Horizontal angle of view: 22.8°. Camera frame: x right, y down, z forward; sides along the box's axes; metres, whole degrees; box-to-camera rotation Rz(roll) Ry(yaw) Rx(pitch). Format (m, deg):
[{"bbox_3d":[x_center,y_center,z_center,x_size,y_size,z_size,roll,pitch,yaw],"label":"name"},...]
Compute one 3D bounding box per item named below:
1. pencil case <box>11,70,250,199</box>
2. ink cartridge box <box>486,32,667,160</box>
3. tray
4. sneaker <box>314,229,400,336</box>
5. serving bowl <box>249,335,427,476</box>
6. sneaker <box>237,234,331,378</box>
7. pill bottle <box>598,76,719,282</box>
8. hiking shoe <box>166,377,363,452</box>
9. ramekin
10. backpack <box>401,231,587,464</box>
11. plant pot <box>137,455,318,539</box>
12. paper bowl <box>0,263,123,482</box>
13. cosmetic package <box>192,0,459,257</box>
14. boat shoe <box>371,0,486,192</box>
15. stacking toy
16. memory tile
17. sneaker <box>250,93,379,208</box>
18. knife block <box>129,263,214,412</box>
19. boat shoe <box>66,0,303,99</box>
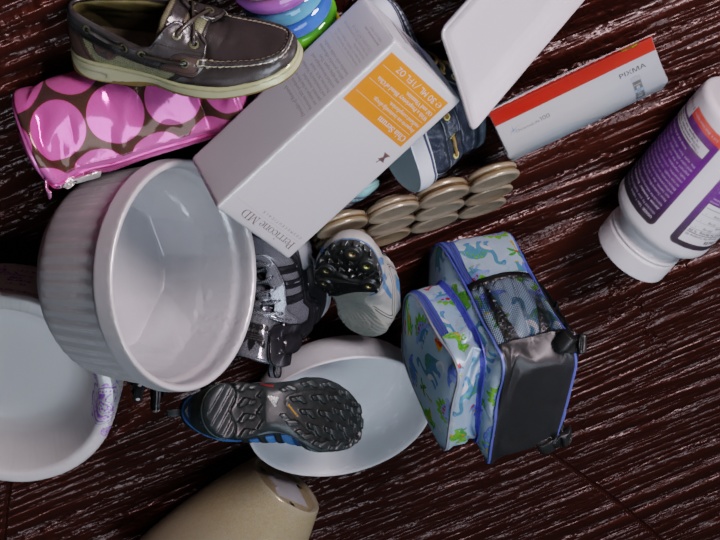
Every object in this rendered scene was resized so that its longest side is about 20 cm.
[{"bbox_3d":[-0.185,-0.132,1.497,0.199,0.094,0.091,-18,163,-1],"label":"pencil case"},{"bbox_3d":[0.194,-0.152,1.585,0.159,0.047,0.200,-25,180,7],"label":"ink cartridge box"},{"bbox_3d":[0.128,-0.221,1.493,0.200,0.022,0.108,-50,138,-28],"label":"tray"},{"bbox_3d":[0.000,0.000,1.715,0.071,0.073,0.200,9,160,10],"label":"sneaker"},{"bbox_3d":[-0.026,0.133,1.890,0.199,0.066,0.201,-9,138,-8],"label":"serving bowl"},{"bbox_3d":[-0.091,0.025,1.691,0.075,0.114,0.200,11,153,25],"label":"sneaker"},{"bbox_3d":[0.323,-0.083,1.754,0.111,0.112,0.200,12,132,-33],"label":"pill bottle"},{"bbox_3d":[-0.088,0.139,1.790,0.199,0.075,0.087,12,171,-36],"label":"hiking shoe"},{"bbox_3d":[-0.189,0.004,1.556,0.105,0.201,0.200,1,154,34],"label":"ramekin"},{"bbox_3d":[0.119,0.068,1.774,0.146,0.201,0.184,-10,137,-12],"label":"backpack"},{"bbox_3d":[-0.141,0.310,1.985,0.187,0.187,0.200,27,108,-42],"label":"plant pot"},{"bbox_3d":[-0.317,0.086,1.654,0.199,0.105,0.202,1,118,3],"label":"paper bowl"},{"bbox_3d":[-0.029,-0.116,1.474,0.200,0.071,0.101,-42,136,13],"label":"cosmetic package"},{"bbox_3d":[0.052,-0.172,1.581,0.091,0.071,0.201,-36,133,-23],"label":"boat shoe"},{"bbox_3d":[-0.049,-0.205,1.485,0.085,0.086,0.200,-23,145,4],"label":"stacking toy"},{"bbox_3d":[0.049,-0.055,1.697,0.199,0.017,0.153,-17,169,-5],"label":"memory tile"},{"bbox_3d":[-0.038,-0.117,1.586,0.086,0.078,0.200,-17,153,8],"label":"sneaker"},{"bbox_3d":[-0.163,0.054,1.746,0.200,0.064,0.175,-38,138,21],"label":"knife block"},{"bbox_3d":[-0.145,-0.183,1.424,0.199,0.073,0.065,3,141,16],"label":"boat shoe"}]
